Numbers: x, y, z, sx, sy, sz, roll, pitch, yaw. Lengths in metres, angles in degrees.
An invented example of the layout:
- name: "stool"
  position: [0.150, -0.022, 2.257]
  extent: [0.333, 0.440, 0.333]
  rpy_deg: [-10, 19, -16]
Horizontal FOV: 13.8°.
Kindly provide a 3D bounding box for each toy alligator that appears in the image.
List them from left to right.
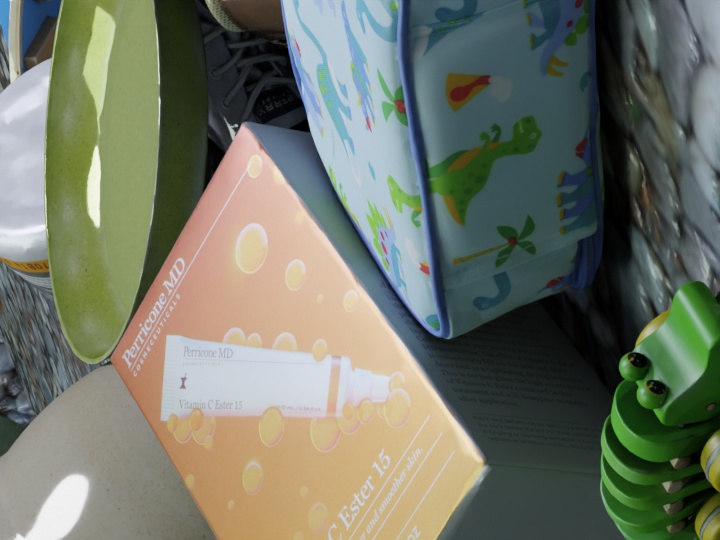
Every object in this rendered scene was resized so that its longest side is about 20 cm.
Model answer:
- name: "toy alligator"
  position: [0.104, 0.041, 0.958]
  extent: [0.200, 0.054, 0.059]
  rpy_deg: [85, 160, -52]

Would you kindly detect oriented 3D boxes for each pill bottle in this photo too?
- name: "pill bottle"
  position: [-0.102, -0.014, 1.502]
  extent: [0.200, 0.116, 0.116]
  rpy_deg: [44, -170, -46]

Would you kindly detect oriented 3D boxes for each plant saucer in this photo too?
- name: "plant saucer"
  position: [-0.102, -0.058, 1.314]
  extent: [0.200, 0.031, 0.201]
  rpy_deg: [-178, 90, -71]

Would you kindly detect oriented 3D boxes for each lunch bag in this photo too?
- name: "lunch bag"
  position: [0.021, -0.092, 1.040]
  extent: [0.161, 0.082, 0.200]
  rpy_deg: [-124, 18, -45]

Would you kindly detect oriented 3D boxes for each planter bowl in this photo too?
- name: "planter bowl"
  position: [-0.051, 0.101, 1.305]
  extent: [0.200, 0.135, 0.200]
  rpy_deg: [34, -165, -11]

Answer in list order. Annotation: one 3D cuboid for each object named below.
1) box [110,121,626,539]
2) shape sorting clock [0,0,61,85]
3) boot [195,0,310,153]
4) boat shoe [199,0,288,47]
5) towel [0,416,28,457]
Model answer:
- name: "box"
  position: [0.007, 0.056, 1.130]
  extent: [0.125, 0.097, 0.200]
  rpy_deg: [-59, 44, 25]
- name: "shape sorting clock"
  position: [-0.137, -0.128, 1.574]
  extent: [0.200, 0.039, 0.201]
  rpy_deg: [8, -90, -68]
- name: "boot"
  position: [-0.052, -0.108, 1.401]
  extent: [0.096, 0.073, 0.200]
  rpy_deg: [57, 172, 26]
- name: "boat shoe"
  position: [-0.027, -0.117, 1.229]
  extent: [0.202, 0.075, 0.075]
  rpy_deg: [-153, 44, -73]
- name: "towel"
  position: [-0.096, 0.144, 1.375]
  extent: [0.152, 0.023, 0.200]
  rpy_deg: [22, -158, -44]
